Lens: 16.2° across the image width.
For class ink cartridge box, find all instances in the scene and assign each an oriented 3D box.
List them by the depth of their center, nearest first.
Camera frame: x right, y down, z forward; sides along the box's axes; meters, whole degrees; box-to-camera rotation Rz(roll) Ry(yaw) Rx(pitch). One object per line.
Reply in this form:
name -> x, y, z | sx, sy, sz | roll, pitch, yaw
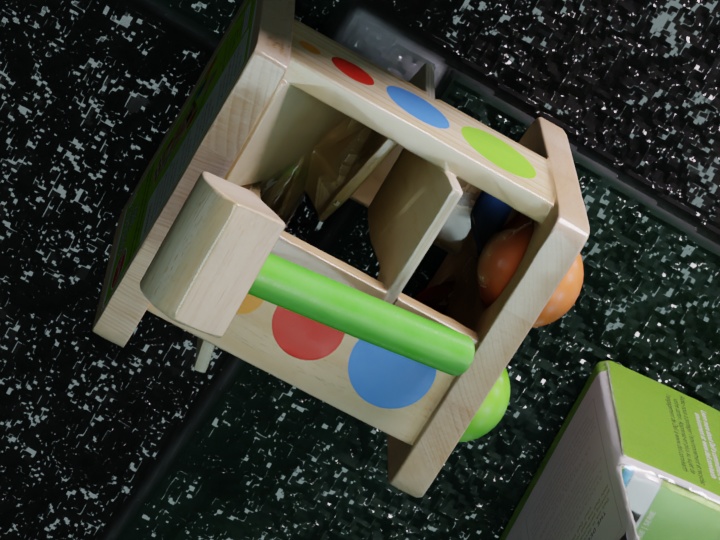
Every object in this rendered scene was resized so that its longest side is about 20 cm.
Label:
ink cartridge box -> 0.100, 0.147, 0.984 | 0.076, 0.200, 0.148 | 24, 110, -10

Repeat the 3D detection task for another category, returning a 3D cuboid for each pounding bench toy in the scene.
pounding bench toy -> 0.000, 0.000, 0.926 | 0.156, 0.200, 0.124 | 29, 108, -10
